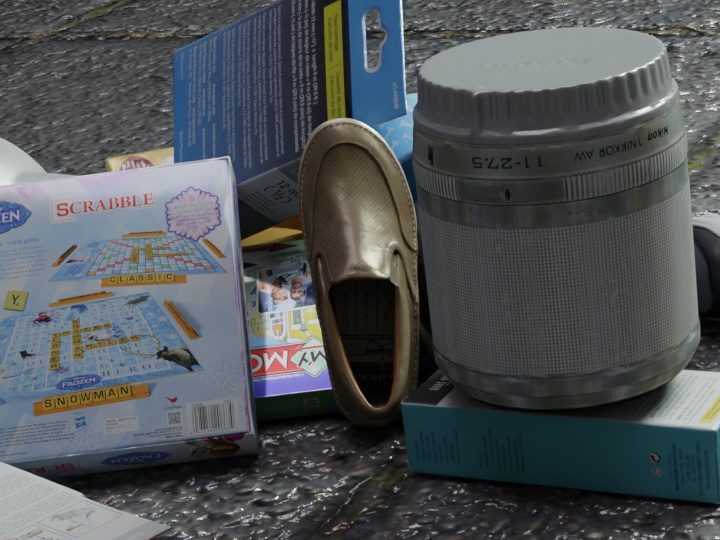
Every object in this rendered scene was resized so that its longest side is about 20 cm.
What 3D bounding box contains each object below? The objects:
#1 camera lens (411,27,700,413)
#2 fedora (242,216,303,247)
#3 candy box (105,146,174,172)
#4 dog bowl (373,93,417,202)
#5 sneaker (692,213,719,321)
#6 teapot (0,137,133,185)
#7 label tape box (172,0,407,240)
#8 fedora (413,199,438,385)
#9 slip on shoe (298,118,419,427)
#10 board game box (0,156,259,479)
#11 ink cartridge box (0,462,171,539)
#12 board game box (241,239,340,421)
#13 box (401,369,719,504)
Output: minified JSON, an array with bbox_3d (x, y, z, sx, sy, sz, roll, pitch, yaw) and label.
[{"bbox_3d":[0.114,-0.028,1.211,0.159,0.201,0.160,-6,19,2],"label":"camera lens"},{"bbox_3d":[-0.058,0.004,1.517,0.200,0.082,0.201,-6,20,2],"label":"fedora"},{"bbox_3d":[-0.091,-0.047,1.590,0.199,0.116,0.055,-10,50,-11],"label":"candy box"},{"bbox_3d":[0.067,-0.048,1.502,0.111,0.200,0.050,-46,42,14],"label":"dog bowl"},{"bbox_3d":[0.191,0.003,1.448,0.113,0.076,0.200,-14,14,-16],"label":"sneaker"},{"bbox_3d":[-0.275,-0.012,1.526,0.146,0.198,0.200,-3,24,-45],"label":"teapot"},{"bbox_3d":[-0.038,-0.119,1.444,0.199,0.066,0.144,-21,55,28],"label":"label tape box"},{"bbox_3d":[0.091,-0.005,1.379,0.200,0.092,0.201,-18,39,16],"label":"fedora"},{"bbox_3d":[0.000,0.000,1.324,0.076,0.201,0.061,-3,-3,1],"label":"slip on shoe"},{"bbox_3d":[-0.172,0.033,1.351,0.199,0.200,0.041,-6,-25,1],"label":"board game box"},{"bbox_3d":[-0.229,0.177,1.152,0.173,0.044,0.200,13,28,44],"label":"ink cartridge box"},{"bbox_3d":[-0.110,0.046,1.407,0.199,0.029,0.135,-7,49,2],"label":"board game box"},{"bbox_3d":[0.132,0.093,1.244,0.199,0.049,0.082,3,21,28],"label":"box"}]
